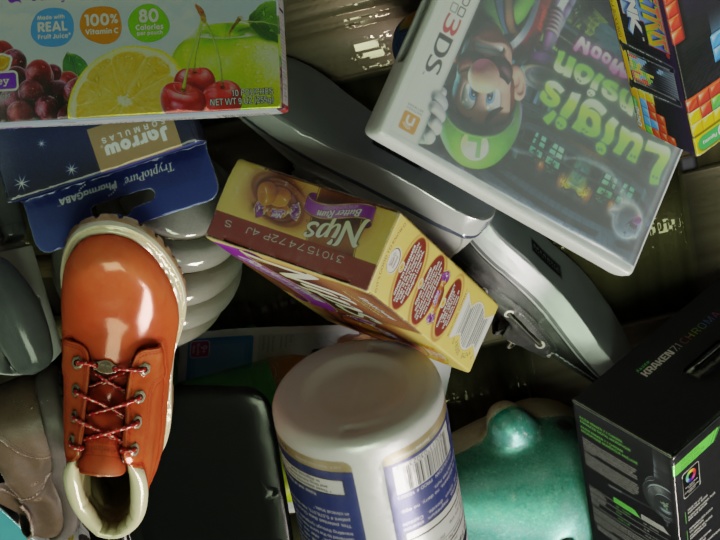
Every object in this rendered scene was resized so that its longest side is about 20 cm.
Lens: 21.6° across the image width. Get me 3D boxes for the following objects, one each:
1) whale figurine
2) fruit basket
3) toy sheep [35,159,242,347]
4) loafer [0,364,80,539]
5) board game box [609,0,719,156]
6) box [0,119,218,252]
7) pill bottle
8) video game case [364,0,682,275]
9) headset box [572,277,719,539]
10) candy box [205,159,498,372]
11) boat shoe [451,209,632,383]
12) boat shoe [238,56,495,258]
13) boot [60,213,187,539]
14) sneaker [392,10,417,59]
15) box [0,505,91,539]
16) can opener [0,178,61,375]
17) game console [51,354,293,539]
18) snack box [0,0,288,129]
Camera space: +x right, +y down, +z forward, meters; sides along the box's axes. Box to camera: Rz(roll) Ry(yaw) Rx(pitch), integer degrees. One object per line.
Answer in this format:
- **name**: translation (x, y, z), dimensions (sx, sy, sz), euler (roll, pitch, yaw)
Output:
- **whale figurine**: translation (0.094, 0.168, 1.366), dimensions (0.200, 0.104, 0.159), euler (-4, 130, -29)
- **fruit basket**: translation (-0.035, 0.114, 1.342), dimensions (0.200, 0.094, 0.185), euler (1, 129, -11)
- **toy sheep**: translation (-0.137, -0.016, 1.201), dimensions (0.138, 0.138, 0.200), euler (13, 143, -16)
- **loafer**: translation (-0.226, 0.122, 1.253), dimensions (0.071, 0.073, 0.200), euler (-7, 148, -11)
- **board game box**: translation (0.235, -0.189, 1.090), dimensions (0.200, 0.057, 0.165), euler (-36, 132, -17)
- **box**: translation (-0.167, -0.120, 1.104), dimensions (0.121, 0.032, 0.200), euler (-18, 92, 7)
- **pill bottle**: translation (0.012, 0.154, 1.246), dimensions (0.111, 0.111, 0.200), euler (-9, 124, 1)
- **video game case**: translation (0.120, -0.119, 1.144), dimensions (0.200, 0.023, 0.182), euler (28, 81, -26)
- **headset box**: translation (0.247, 0.121, 1.326), dimensions (0.174, 0.093, 0.200), euler (-35, 134, -26)
- **candy box**: translation (0.000, 0.000, 1.186), dimensions (0.117, 0.056, 0.200), euler (19, 173, 25)
- **boat shoe**: translation (0.114, 0.022, 1.301), dimensions (0.066, 0.070, 0.200), euler (-31, 125, 26)
- **boat shoe**: translation (-0.012, -0.066, 1.199), dimensions (0.200, 0.074, 0.065), euler (32, 126, -10)
- **boot**: translation (-0.145, 0.066, 1.124), dimensions (0.075, 0.107, 0.200), euler (2, 126, 2)
- **sneaker**: translation (0.090, -0.088, 1.202), dimensions (0.200, 0.075, 0.088), euler (32, 142, -20)
- **box**: translation (-0.227, 0.211, 1.405), dimensions (0.049, 0.082, 0.200), euler (-27, 126, 16)
- **can opener**: translation (-0.223, -0.033, 1.145), dimensions (0.053, 0.200, 0.067), euler (-15, 176, -35)
- **game console**: translation (-0.129, 0.142, 1.301), dimensions (0.116, 0.176, 0.200), euler (-15, 118, -15)
- **snack box**: translation (-0.144, -0.154, 1.056), dimensions (0.200, 0.053, 0.142), euler (-3, 91, 3)
